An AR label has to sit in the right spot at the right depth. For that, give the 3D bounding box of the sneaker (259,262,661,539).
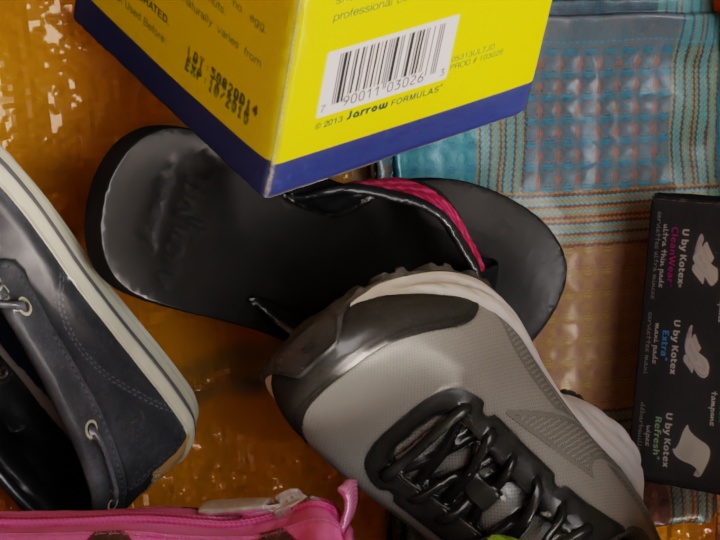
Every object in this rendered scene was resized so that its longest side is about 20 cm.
[{"bbox_3d":[0.045,0.064,0.825,0.074,0.079,0.200,-40,136,13],"label":"sneaker"}]

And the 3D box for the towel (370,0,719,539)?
[{"bbox_3d":[0.070,0.000,0.922,0.146,0.022,0.201,-5,98,-27],"label":"towel"}]

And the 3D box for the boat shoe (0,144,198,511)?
[{"bbox_3d":[-0.127,0.007,0.785,0.200,0.074,0.062,51,51,-27],"label":"boat shoe"}]

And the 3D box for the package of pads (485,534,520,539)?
[{"bbox_3d":[0.023,0.199,0.786,0.068,0.155,0.200,23,67,7],"label":"package of pads"}]

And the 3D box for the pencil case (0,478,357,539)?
[{"bbox_3d":[-0.094,0.111,0.773,0.199,0.091,0.094,-1,100,-2],"label":"pencil case"}]

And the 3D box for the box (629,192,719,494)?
[{"bbox_3d":[0.207,0.035,0.885,0.122,0.200,0.106,3,93,-45],"label":"box"}]

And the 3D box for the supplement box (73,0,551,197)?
[{"bbox_3d":[-0.004,-0.142,0.761,0.109,0.109,0.200,-20,138,-34],"label":"supplement box"}]

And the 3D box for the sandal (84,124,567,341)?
[{"bbox_3d":[0.000,0.000,0.832,0.200,0.045,0.075,12,88,-43],"label":"sandal"}]

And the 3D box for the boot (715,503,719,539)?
[{"bbox_3d":[0.170,0.112,0.820,0.200,0.107,0.075,14,75,-68],"label":"boot"}]
